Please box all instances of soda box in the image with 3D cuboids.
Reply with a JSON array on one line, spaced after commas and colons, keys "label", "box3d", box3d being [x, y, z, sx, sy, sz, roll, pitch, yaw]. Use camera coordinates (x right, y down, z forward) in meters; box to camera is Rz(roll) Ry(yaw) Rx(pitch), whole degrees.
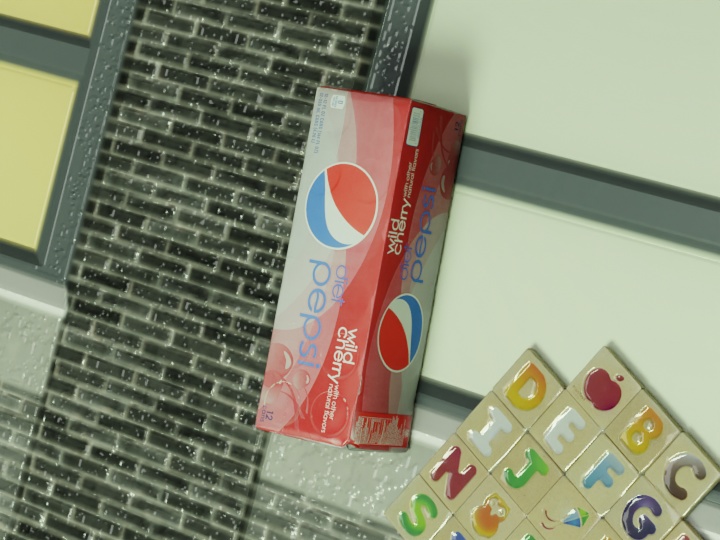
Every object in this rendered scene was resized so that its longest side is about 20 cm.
[{"label": "soda box", "box3d": [0.000, 0.000, 1.371, 0.070, 0.063, 0.200, 10, 90, 33]}]

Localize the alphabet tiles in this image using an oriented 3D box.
[{"label": "alphabet tiles", "box3d": [0.102, 0.147, 1.321, 0.200, 0.006, 0.166, -50, 61, 18]}]
